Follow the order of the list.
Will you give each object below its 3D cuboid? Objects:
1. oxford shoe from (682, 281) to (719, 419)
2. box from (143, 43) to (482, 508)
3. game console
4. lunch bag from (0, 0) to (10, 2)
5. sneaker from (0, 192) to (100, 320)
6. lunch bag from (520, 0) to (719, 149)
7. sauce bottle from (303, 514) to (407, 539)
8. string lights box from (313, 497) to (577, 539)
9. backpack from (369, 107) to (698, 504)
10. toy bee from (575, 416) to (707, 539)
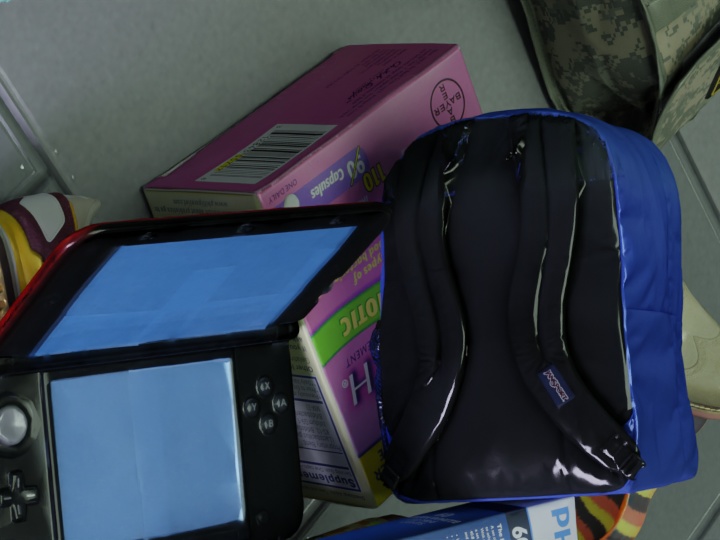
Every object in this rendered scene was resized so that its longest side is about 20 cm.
[{"bbox_3d":[0.164,0.014,1.509,0.200,0.074,0.071,37,55,0],"label":"oxford shoe"},{"bbox_3d":[0.000,0.000,1.401,0.176,0.096,0.201,-37,118,-36],"label":"box"},{"bbox_3d":[-0.083,0.061,1.214,0.199,0.118,0.173,-5,90,-40],"label":"game console"},{"bbox_3d":[-0.214,-0.201,1.193,0.200,0.077,0.161,-35,115,-37],"label":"lunch bag"},{"bbox_3d":[-0.150,0.060,1.275,0.090,0.075,0.201,-16,105,-36],"label":"sneaker"},{"bbox_3d":[0.188,-0.178,1.561,0.164,0.117,0.201,-45,128,-32],"label":"lunch bag"},{"bbox_3d":[-0.043,0.178,1.299,0.200,0.066,0.066,-11,101,-46],"label":"sauce bottle"},{"bbox_3d":[0.023,0.181,1.264,0.199,0.059,0.103,-9,93,-33],"label":"string lights box"},{"bbox_3d":[0.094,0.017,1.324,0.168,0.162,0.201,-1,85,-65],"label":"backpack"},{"bbox_3d":[0.175,0.094,1.562,0.131,0.108,0.201,-8,107,-56],"label":"toy bee"}]
